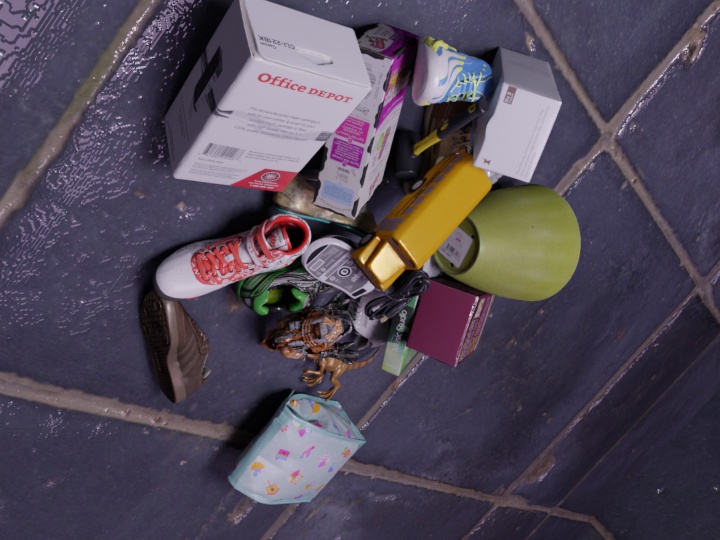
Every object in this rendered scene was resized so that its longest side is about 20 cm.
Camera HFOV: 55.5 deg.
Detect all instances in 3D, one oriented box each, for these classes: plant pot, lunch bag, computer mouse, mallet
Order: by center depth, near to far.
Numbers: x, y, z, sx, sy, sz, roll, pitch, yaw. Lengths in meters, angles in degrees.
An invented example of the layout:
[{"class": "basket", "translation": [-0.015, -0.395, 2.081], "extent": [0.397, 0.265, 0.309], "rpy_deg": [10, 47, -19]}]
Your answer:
[{"class": "mallet", "translation": [0.098, -0.164, 0.881], "extent": [0.040, 0.199, 0.067], "rpy_deg": [9, 82, -25]}, {"class": "computer mouse", "translation": [0.000, 0.000, 0.956], "extent": [0.109, 0.044, 0.199], "rpy_deg": [-37, 130, 24]}, {"class": "plant pot", "translation": [0.206, -0.041, 1.050], "extent": [0.198, 0.187, 0.189], "rpy_deg": [-4, 127, -44]}, {"class": "lunch bag", "translation": [-0.116, 0.300, 1.161], "extent": [0.171, 0.122, 0.199], "rpy_deg": [-49, 144, 10]}]

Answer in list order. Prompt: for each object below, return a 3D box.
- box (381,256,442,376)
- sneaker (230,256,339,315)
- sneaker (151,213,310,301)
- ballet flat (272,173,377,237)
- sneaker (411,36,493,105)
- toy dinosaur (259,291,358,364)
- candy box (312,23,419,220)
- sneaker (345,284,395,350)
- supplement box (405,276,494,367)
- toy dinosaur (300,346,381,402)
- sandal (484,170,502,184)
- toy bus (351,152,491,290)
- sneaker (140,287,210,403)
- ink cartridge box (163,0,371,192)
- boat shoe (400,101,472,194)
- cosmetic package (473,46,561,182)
[{"class": "box", "translation": [0.090, 0.048, 1.093], "extent": [0.144, 0.036, 0.204], "rpy_deg": [-36, 139, -61]}, {"class": "sneaker", "translation": [-0.081, 0.025, 0.981], "extent": [0.197, 0.085, 0.079], "rpy_deg": [-13, 132, -30]}, {"class": "sneaker", "translation": [-0.157, -0.022, 0.859], "extent": [0.199, 0.068, 0.108], "rpy_deg": [-16, 173, -33]}, {"class": "ballet flat", "translation": [-0.033, -0.090, 0.940], "extent": [0.198, 0.071, 0.071], "rpy_deg": [16, 114, -44]}, {"class": "sneaker", "translation": [0.116, -0.237, 0.822], "extent": [0.103, 0.201, 0.077], "rpy_deg": [8, 113, 1]}, {"class": "toy dinosaur", "translation": [-0.080, 0.086, 0.984], "extent": [0.134, 0.198, 0.104], "rpy_deg": [-4, 103, -44]}, {"class": "candy box", "translation": [0.007, -0.184, 0.837], "extent": [0.137, 0.060, 0.203], "rpy_deg": [-58, 165, -58]}, {"class": "sneaker", "translation": [0.014, 0.055, 1.094], "extent": [0.079, 0.077, 0.202], "rpy_deg": [-21, 134, -9]}, {"class": "supplement box", "translation": [0.149, 0.075, 1.098], "extent": [0.200, 0.084, 0.112], "rpy_deg": [-2, 111, -72]}, {"class": "toy dinosaur", "translation": [-0.038, 0.161, 1.148], "extent": [0.198, 0.060, 0.107], "rpy_deg": [21, 108, -46]}, {"class": "sandal", "translation": [0.169, -0.141, 1.059], "extent": [0.202, 0.050, 0.082], "rpy_deg": [-40, 166, 16]}, {"class": "toy bus", "translation": [0.081, -0.064, 0.904], "extent": [0.200, 0.078, 0.065], "rpy_deg": [-47, 111, -17]}, {"class": "sneaker", "translation": [-0.247, 0.091, 0.937], "extent": [0.075, 0.070, 0.202], "rpy_deg": [-33, 145, -38]}, {"class": "ink cartridge box", "translation": [-0.104, -0.178, 0.730], "extent": [0.142, 0.085, 0.199], "rpy_deg": [2, 152, -38]}, {"class": "boat shoe", "translation": [0.127, -0.181, 0.974], "extent": [0.075, 0.074, 0.203], "rpy_deg": [-2, 126, -36]}, {"class": "cosmetic package", "translation": [0.203, -0.213, 0.913], "extent": [0.080, 0.201, 0.114], "rpy_deg": [16, 123, -1]}]
